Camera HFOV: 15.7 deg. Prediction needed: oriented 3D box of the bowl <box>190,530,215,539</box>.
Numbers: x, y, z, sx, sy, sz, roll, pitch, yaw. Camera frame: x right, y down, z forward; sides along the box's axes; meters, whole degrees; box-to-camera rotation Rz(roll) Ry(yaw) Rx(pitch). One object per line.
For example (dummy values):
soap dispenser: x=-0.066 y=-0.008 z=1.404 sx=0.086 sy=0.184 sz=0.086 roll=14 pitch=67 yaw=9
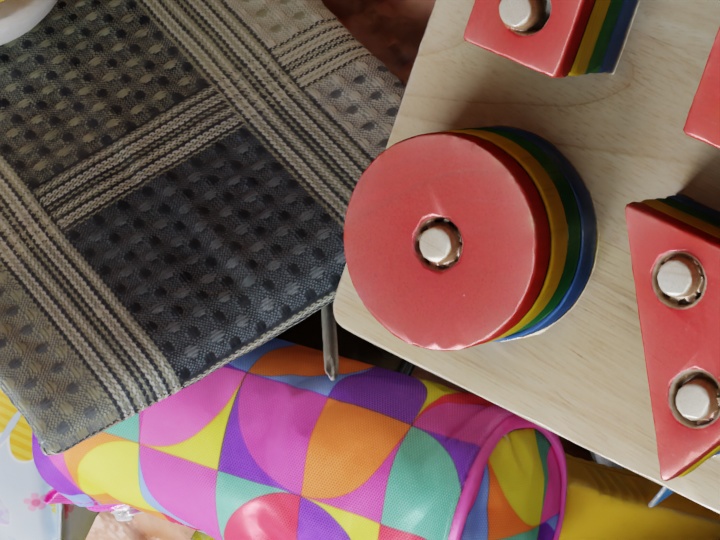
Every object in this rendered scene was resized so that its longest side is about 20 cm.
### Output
bowl: x=0.010 y=0.111 z=1.091 sx=0.200 sy=0.200 sz=0.108 roll=-15 pitch=72 yaw=30

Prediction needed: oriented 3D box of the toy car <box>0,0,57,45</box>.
toy car: x=-0.146 y=-0.194 z=0.941 sx=0.200 sy=0.150 sz=0.175 roll=50 pitch=163 yaw=20

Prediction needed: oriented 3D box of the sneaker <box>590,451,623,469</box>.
sneaker: x=0.152 y=0.096 z=1.061 sx=0.099 sy=0.078 sz=0.200 roll=-12 pitch=125 yaw=11

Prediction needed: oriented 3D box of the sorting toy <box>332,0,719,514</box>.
sorting toy: x=0.095 y=-0.032 z=0.814 sx=0.200 sy=0.070 sz=0.199 roll=25 pitch=106 yaw=23

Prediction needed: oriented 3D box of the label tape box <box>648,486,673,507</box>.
label tape box: x=0.169 y=-0.021 z=0.922 sx=0.063 sy=0.144 sz=0.200 roll=48 pitch=129 yaw=13

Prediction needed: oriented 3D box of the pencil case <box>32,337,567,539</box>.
pencil case: x=-0.026 y=0.068 z=0.938 sx=0.200 sy=0.088 sz=0.089 roll=13 pitch=128 yaw=34

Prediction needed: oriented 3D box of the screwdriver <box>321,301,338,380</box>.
screwdriver: x=-0.016 y=-0.027 z=0.973 sx=0.028 sy=0.200 sz=0.029 roll=11 pitch=135 yaw=-14

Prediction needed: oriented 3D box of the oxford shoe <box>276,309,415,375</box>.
oxford shoe: x=0.000 y=0.000 z=1.001 sx=0.073 sy=0.084 sz=0.200 roll=38 pitch=101 yaw=10

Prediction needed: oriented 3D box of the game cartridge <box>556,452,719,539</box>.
game cartridge: x=0.098 y=0.160 z=1.020 sx=0.200 sy=0.032 sz=0.177 roll=19 pitch=112 yaw=-38

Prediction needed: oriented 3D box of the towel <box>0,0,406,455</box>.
towel: x=-0.080 y=-0.040 z=0.958 sx=0.200 sy=0.192 sz=0.035 roll=49 pitch=163 yaw=35

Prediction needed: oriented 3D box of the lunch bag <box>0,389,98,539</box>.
lunch bag: x=-0.139 y=0.032 z=1.073 sx=0.127 sy=0.170 sz=0.200 roll=11 pitch=126 yaw=17
